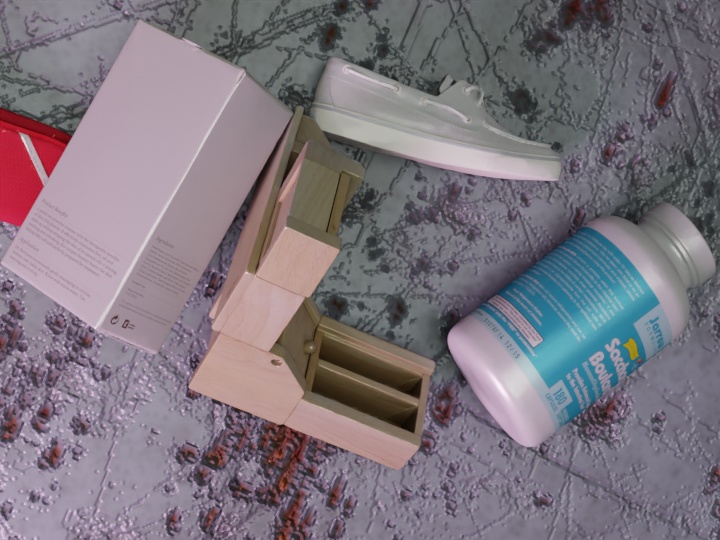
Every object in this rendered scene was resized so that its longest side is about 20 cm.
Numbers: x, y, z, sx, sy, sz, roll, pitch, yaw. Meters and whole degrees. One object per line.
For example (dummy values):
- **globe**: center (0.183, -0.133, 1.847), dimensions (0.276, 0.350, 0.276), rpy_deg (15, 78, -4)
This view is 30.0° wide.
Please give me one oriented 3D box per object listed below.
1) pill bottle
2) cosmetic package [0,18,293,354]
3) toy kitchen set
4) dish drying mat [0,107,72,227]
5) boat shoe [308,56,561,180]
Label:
- **pill bottle**: center (0.172, 0.034, 1.021), dimensions (0.199, 0.111, 0.111), rpy_deg (-37, 100, -6)
- **cosmetic package**: center (-0.149, -0.059, 0.943), dimensions (0.107, 0.085, 0.201), rpy_deg (30, 88, 29)
- **toy kitchen set**: center (0.000, 0.000, 0.968), dimensions (0.179, 0.200, 0.165), rpy_deg (23, 48, -12)
- **dish drying mat**: center (-0.291, -0.088, 0.945), dimensions (0.198, 0.018, 0.078), rpy_deg (20, 95, -25)
- **boat shoe**: center (0.061, -0.114, 1.015), dimensions (0.197, 0.072, 0.069), rpy_deg (13, 92, -3)
